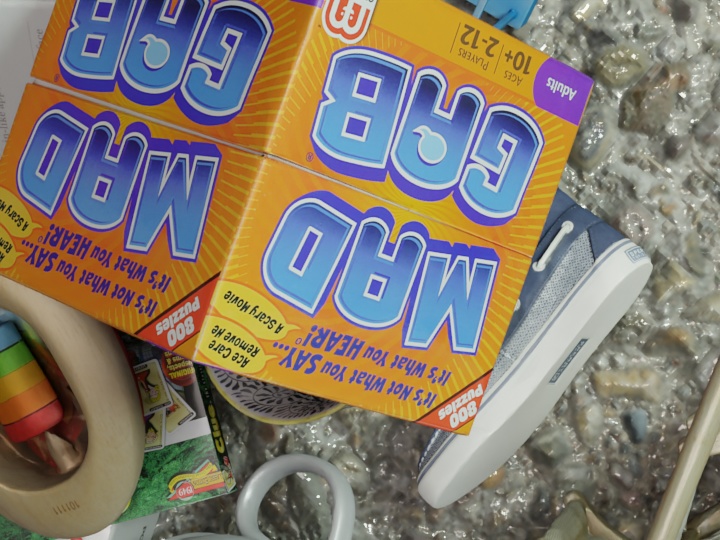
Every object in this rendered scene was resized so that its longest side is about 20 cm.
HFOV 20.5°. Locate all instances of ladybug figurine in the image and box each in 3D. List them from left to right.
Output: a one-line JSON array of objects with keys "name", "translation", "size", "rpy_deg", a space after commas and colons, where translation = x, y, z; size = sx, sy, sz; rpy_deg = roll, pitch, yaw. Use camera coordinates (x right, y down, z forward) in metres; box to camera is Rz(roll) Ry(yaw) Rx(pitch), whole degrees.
[{"name": "ladybug figurine", "translation": [-0.189, 0.055, 1.131], "size": [0.135, 0.072, 0.200], "rpy_deg": [-19, 102, 24]}]

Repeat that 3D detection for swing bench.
[{"name": "swing bench", "translation": [0.207, 0.115, 1.103], "size": [0.130, 0.199, 0.200], "rpy_deg": [41, 100, 8]}]

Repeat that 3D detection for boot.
[{"name": "boot", "translation": [0.082, 0.043, 1.202], "size": [0.090, 0.073, 0.200], "rpy_deg": [42, 98, 22]}]

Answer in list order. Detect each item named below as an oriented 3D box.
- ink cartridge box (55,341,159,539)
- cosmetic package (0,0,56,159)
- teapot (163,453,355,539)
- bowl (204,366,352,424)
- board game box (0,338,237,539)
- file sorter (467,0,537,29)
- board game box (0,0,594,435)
[{"name": "ink cartridge box", "translation": [-0.222, 0.101, 1.255], "size": [0.199, 0.083, 0.147], "rpy_deg": [18, 96, 11]}, {"name": "cosmetic package", "translation": [-0.214, -0.124, 1.174], "size": [0.199, 0.165, 0.165], "rpy_deg": [4, 124, 12]}, {"name": "teapot", "translation": [-0.098, 0.227, 1.203], "size": [0.146, 0.200, 0.198], "rpy_deg": [49, 142, 43]}, {"name": "bowl", "translation": [0.000, 0.000, 1.180], "size": [0.200, 0.094, 0.201], "rpy_deg": [-15, 68, 40]}, {"name": "board game box", "translation": [-0.182, 0.108, 1.193], "size": [0.199, 0.023, 0.105], "rpy_deg": [-16, 90, 11]}, {"name": "file sorter", "translation": [0.021, -0.234, 1.146], "size": [0.200, 0.123, 0.139], "rpy_deg": [32, 121, 10]}, {"name": "board game box", "translation": [-0.041, -0.053, 1.029], "size": [0.200, 0.200, 0.200], "rpy_deg": [20, 90, 46]}]
